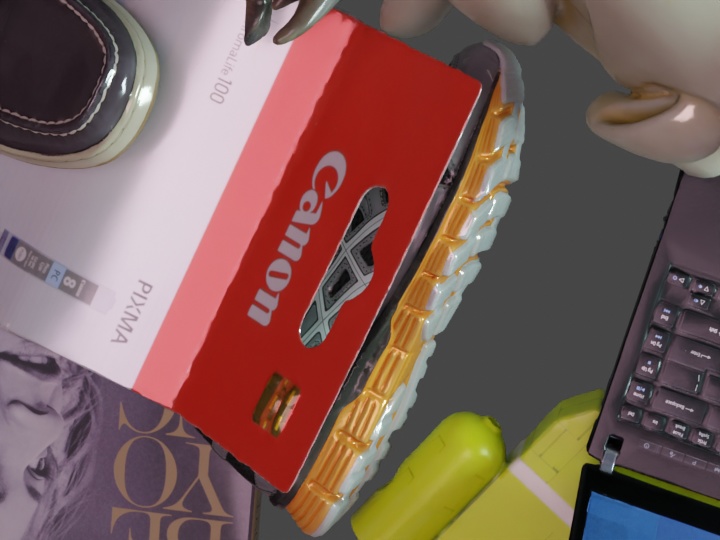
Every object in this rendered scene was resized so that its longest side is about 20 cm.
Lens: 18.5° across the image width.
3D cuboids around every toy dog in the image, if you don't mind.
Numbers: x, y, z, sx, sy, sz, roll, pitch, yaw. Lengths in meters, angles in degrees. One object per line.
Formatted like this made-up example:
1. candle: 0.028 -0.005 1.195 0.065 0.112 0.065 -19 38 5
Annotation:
1. toy dog: 0.132 -0.104 0.730 0.200 0.194 0.140 36 68 8

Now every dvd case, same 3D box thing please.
1. dvd case: -0.111 0.051 0.899 0.148 0.016 0.201 7 103 8

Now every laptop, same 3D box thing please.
1. laptop: 0.175 0.073 0.781 0.177 0.103 0.201 19 91 -1

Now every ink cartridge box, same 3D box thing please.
1. ink cartridge box: -0.068 -0.036 0.795 0.200 0.047 0.161 31 98 41

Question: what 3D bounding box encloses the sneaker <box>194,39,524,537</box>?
1. sneaker: 0.000 0.000 0.835 0.077 0.078 0.200 29 98 11

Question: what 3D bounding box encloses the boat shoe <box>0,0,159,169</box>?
1. boat shoe: -0.156 -0.097 0.808 0.200 0.065 0.072 34 97 35

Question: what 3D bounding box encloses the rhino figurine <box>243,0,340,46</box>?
1. rhino figurine: -0.018 -0.148 0.767 0.087 0.201 0.060 -13 138 20

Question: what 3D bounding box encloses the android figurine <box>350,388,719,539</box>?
1. android figurine: 0.088 0.132 0.869 0.182 0.041 0.200 45 107 -1
